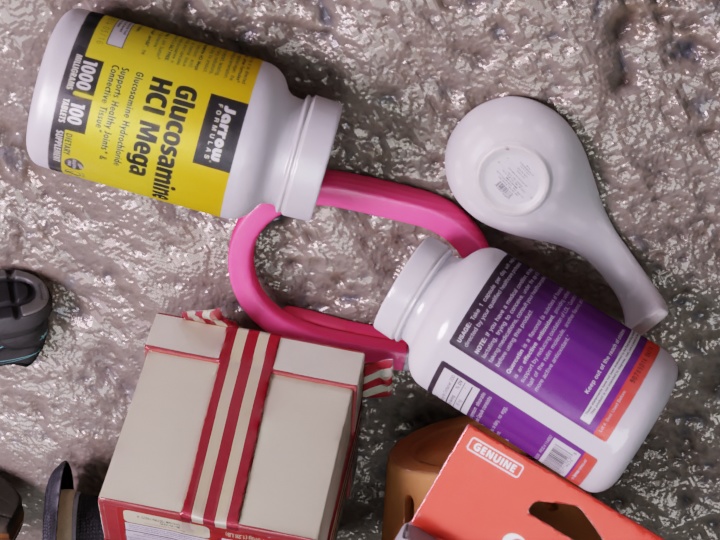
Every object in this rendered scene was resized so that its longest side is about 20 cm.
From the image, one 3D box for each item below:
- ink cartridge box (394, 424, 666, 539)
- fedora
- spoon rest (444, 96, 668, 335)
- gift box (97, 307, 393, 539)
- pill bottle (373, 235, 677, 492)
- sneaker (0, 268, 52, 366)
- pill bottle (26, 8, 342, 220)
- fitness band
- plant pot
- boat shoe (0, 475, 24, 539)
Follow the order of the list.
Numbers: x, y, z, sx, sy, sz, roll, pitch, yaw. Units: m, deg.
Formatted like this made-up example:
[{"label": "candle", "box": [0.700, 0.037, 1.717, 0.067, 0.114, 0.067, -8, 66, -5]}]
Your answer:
[{"label": "ink cartridge box", "box": [0.114, 0.232, 1.054, 0.199, 0.044, 0.174, 30, 100, 0]}, {"label": "fedora", "box": [-0.201, 0.252, 1.231, 0.091, 0.201, 0.201, -3, 120, -5]}, {"label": "spoon rest", "box": [0.143, -0.038, 1.101, 0.099, 0.061, 0.200, -39, 96, 23]}, {"label": "gift box", "box": [-0.081, 0.138, 1.131, 0.184, 0.187, 0.200, 13, 141, 1]}, {"label": "pill bottle", "box": [0.113, 0.060, 1.069, 0.200, 0.112, 0.113, 32, 120, 8]}, {"label": "sneaker", "box": [-0.335, 0.053, 1.165, 0.199, 0.076, 0.079, -3, 137, -15]}, {"label": "pill bottle", "box": [-0.118, -0.101, 1.050, 0.199, 0.113, 0.113, 15, 120, -3]}, {"label": "fitness band", "box": [0.000, 0.000, 1.141, 0.199, 0.037, 0.144, 12, 120, -3]}, {"label": "plant pot", "box": [0.099, 0.195, 1.167, 0.199, 0.200, 0.141, -7, 102, 10]}, {"label": "boat shoe", "box": [-0.378, 0.199, 1.280, 0.199, 0.076, 0.074, 10, 126, 9]}]
